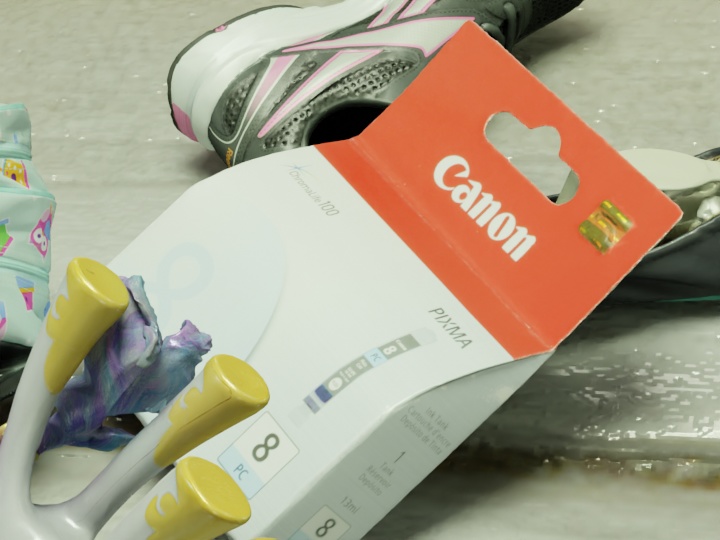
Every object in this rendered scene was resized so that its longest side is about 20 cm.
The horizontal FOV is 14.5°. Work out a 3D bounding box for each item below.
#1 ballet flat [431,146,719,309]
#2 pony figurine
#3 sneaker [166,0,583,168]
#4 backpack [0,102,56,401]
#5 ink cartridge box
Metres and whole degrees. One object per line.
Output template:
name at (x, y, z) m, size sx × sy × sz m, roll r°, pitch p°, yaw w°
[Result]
ballet flat at (0.074, -0.013, 1.115) m, size 0.200 × 0.073 × 0.073 m, roll -11°, pitch 40°, yaw -3°
pony figurine at (-0.113, 0.098, 0.928) m, size 0.166 × 0.200 × 0.193 m, roll 17°, pitch 29°, yaw -41°
sneaker at (0.023, -0.084, 1.217) m, size 0.200 × 0.080 × 0.086 m, roll -29°, pitch 56°, yaw -13°
backpack at (-0.207, -0.004, 1.054) m, size 0.200 × 0.127 × 0.167 m, roll 1°, pitch -1°, yaw -33°
ink cartridge box at (0.000, 0.000, 1.064) m, size 0.200 × 0.047 × 0.160 m, roll -45°, pitch 45°, yaw 2°
